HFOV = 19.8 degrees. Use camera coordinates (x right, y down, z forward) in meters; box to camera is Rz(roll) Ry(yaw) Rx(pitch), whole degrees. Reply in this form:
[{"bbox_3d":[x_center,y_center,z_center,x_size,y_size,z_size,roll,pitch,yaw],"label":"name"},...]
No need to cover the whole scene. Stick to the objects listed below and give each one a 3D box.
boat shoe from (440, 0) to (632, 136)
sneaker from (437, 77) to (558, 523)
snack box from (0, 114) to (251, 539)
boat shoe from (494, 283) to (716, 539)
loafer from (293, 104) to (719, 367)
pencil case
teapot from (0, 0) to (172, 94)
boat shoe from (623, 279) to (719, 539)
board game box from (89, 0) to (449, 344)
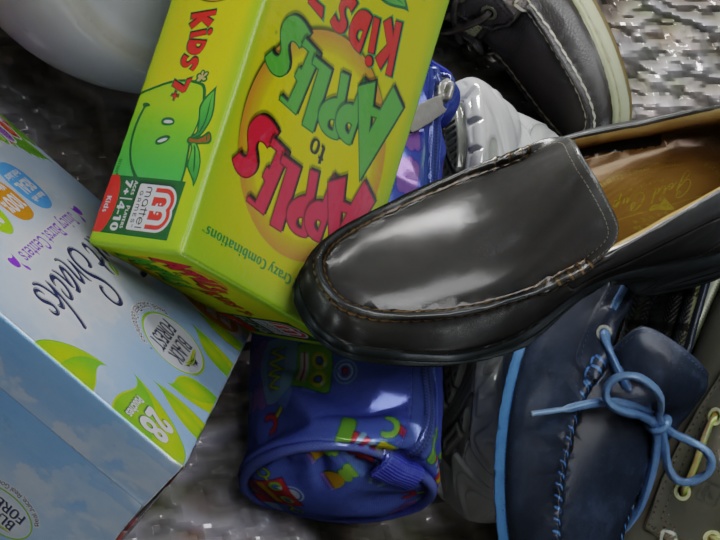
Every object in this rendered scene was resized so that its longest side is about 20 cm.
[{"bbox_3d":[0.050,-0.135,0.947,0.065,0.073,0.200,-28,78,-23],"label":"boat shoe"},{"bbox_3d":[0.075,0.015,0.881,0.099,0.078,0.201,16,62,-25],"label":"sneaker"},{"bbox_3d":[-0.128,0.010,0.711,0.169,0.068,0.200,41,11,-4],"label":"snack box"},{"bbox_3d":[0.102,0.035,0.810,0.084,0.068,0.201,36,60,-51],"label":"boat shoe"},{"bbox_3d":[0.069,-0.022,0.754,0.199,0.072,0.073,-19,63,-25],"label":"loafer"},{"bbox_3d":[0.000,0.000,0.835,0.078,0.087,0.201,25,60,-39],"label":"pencil case"},{"bbox_3d":[-0.102,-0.169,0.836,0.198,0.146,0.200,-50,130,-17],"label":"teapot"},{"bbox_3d":[0.151,0.083,0.846,0.072,0.060,0.203,19,90,-35],"label":"boat shoe"},{"bbox_3d":[-0.022,-0.084,0.769,0.101,0.047,0.201,32,70,-50],"label":"board game box"}]
